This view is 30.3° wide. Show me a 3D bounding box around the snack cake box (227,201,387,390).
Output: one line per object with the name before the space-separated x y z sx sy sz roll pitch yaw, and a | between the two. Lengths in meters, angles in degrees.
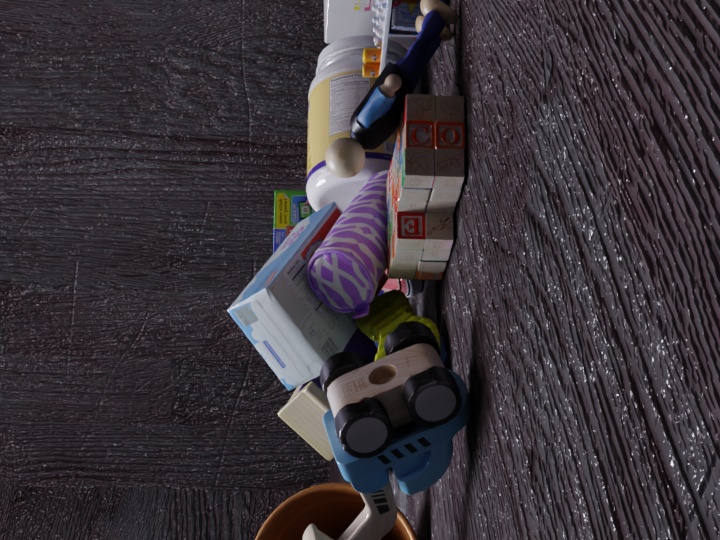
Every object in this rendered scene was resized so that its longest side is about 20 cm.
snack cake box | -0.054 0.025 1.479 0.115 0.067 0.200 53 -145 -13

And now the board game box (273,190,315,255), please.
board game box | -0.051 -0.005 1.782 0.029 0.134 0.202 136 135 -85

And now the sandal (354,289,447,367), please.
sandal | 0.055 0.091 1.401 0.087 0.079 0.200 58 -176 -22

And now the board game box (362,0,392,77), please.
board game box | 0.019 -0.352 1.492 0.201 0.026 0.201 95 175 -49

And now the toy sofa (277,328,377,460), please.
toy sofa | -0.007 0.112 1.502 0.098 0.083 0.200 -43 8 32

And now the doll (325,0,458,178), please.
doll | 0.030 -0.173 1.329 0.201 0.048 0.137 -58 -6 -18

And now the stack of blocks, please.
stack of blocks | 0.063 -0.078 1.334 0.200 0.058 0.116 101 171 -68

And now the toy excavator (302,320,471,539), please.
toy excavator | 0.018 0.175 1.183 0.100 0.193 0.201 -115 2 -60

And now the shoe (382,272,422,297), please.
shoe | 0.000 0.000 1.661 0.200 0.091 0.072 32 138 63

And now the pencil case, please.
pencil case | 0.011 -0.034 1.473 0.086 0.084 0.200 59 -143 -18

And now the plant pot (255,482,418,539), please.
plant pot | -0.014 0.355 1.506 0.140 0.199 0.201 59 -151 -65

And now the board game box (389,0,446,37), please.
board game box | 0.062 -0.342 1.490 0.200 0.061 0.201 -100 12 -68

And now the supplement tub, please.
supplement tub | 0.006 -0.172 1.639 0.146 0.144 0.201 99 172 -65

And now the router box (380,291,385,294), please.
router box | 0.040 -0.068 1.818 0.200 0.048 0.180 96 174 -55

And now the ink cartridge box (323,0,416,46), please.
ink cartridge box | 0.018 -0.386 1.706 0.129 0.124 0.201 -91 4 -45
